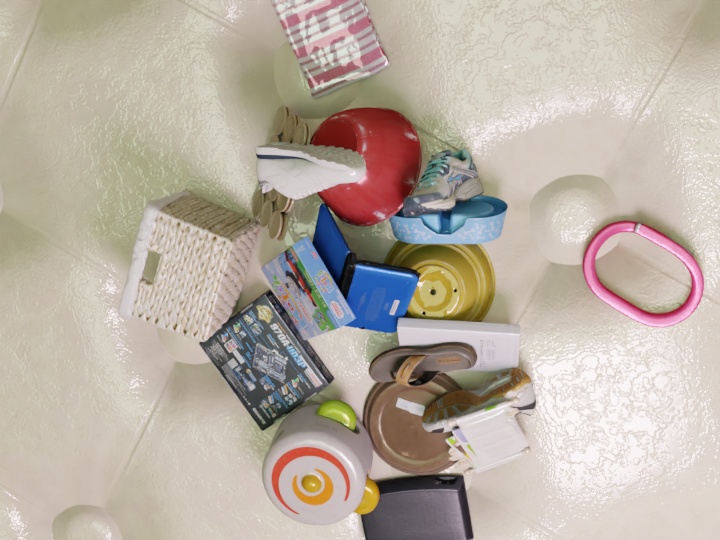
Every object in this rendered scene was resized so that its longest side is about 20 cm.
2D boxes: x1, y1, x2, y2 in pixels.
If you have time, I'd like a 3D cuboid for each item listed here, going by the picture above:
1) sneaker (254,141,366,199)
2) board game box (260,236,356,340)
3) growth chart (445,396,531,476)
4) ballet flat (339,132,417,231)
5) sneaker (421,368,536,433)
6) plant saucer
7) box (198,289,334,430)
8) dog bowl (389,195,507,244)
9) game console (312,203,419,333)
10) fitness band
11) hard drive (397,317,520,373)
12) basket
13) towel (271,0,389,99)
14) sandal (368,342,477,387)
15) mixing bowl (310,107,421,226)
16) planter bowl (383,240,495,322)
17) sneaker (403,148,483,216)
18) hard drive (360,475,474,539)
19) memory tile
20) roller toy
[{"bbox_3d":[-0.076,-0.148,1.415,0.199,0.076,0.081,12,109,34],"label":"sneaker"},{"bbox_3d":[-0.091,0.035,1.538,0.036,0.200,0.152,-32,92,-22],"label":"board game box"},{"bbox_3d":[0.213,0.286,1.554,0.144,0.018,0.201,-17,139,7],"label":"growth chart"},{"bbox_3d":[0.041,-0.148,1.549,0.072,0.072,0.200,41,107,1],"label":"ballet flat"},{"bbox_3d":[0.204,0.244,1.557,0.199,0.076,0.088,-22,117,11],"label":"sneaker"},{"bbox_3d":[0.100,0.269,1.625,0.198,0.029,0.202,2,100,11],"label":"plant saucer"},{"bbox_3d":[-0.168,0.161,1.645,0.159,0.046,0.201,-36,92,14],"label":"box"},{"bbox_3d":[0.142,-0.082,1.514,0.198,0.112,0.050,0,114,10],"label":"dog bowl"},{"bbox_3d":[0.000,0.000,1.521,0.169,0.200,0.119,9,59,-5],"label":"game console"},{"bbox_3d":[0.461,0.006,1.505,0.199,0.037,0.144,32,104,5],"label":"fitness band"},{"bbox_3d":[0.165,0.127,1.546,0.198,0.027,0.132,3,146,10],"label":"hard drive"},{"bbox_3d":[-0.285,-0.010,1.558,0.160,0.200,0.200,19,104,4],"label":"basket"},{"bbox_3d":[-0.054,-0.402,1.529,0.145,0.030,0.201,-22,96,14],"label":"towel"},{"bbox_3d":[0.101,0.167,1.547,0.198,0.055,0.082,-8,143,24],"label":"sandal"},{"bbox_3d":[-0.013,-0.180,1.478,0.199,0.108,0.202,-9,75,34],"label":"mixing bowl"},{"bbox_3d":[0.126,0.029,1.547,0.199,0.083,0.202,2,101,10],"label":"planter bowl"},{"bbox_3d":[0.121,-0.142,1.464,0.077,0.200,0.087,-7,103,35],"label":"sneaker"},{"bbox_3d":[0.095,0.439,1.649,0.198,0.042,0.136,-8,99,12],"label":"hard drive"},{"bbox_3d":[-0.132,-0.162,1.534,0.017,0.153,0.201,9,108,-27],"label":"memory tile"},{"bbox_3d":[-0.073,0.342,1.603,0.181,0.140,0.201,-19,105,15],"label":"roller toy"}]
